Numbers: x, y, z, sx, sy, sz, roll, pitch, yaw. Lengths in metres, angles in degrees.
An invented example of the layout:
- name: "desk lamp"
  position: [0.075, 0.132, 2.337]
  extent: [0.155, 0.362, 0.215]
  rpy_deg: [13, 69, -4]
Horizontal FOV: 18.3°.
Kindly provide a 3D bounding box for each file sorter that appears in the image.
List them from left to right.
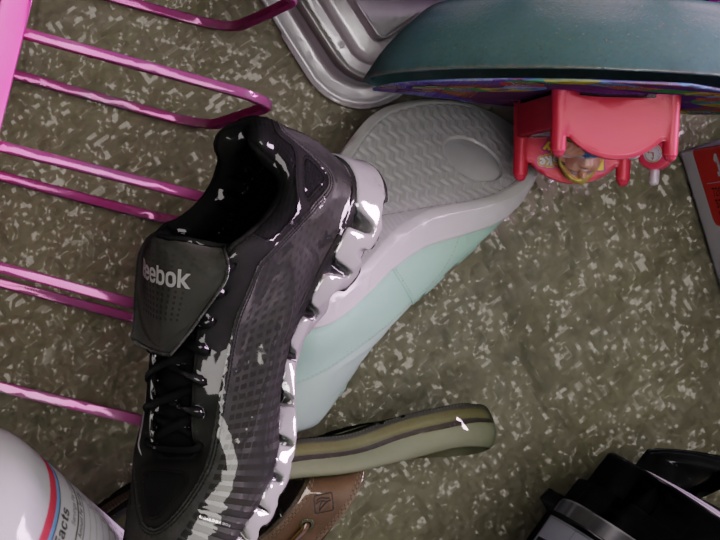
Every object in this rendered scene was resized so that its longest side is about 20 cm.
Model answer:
- name: "file sorter"
  position: [-0.116, -0.036, 0.954]
  extent: [0.125, 0.139, 0.201]
  rpy_deg: [14, 85, -16]

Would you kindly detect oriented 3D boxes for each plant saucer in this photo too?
- name: "plant saucer"
  position: [0.101, -0.096, 0.981]
  extent: [0.199, 0.200, 0.036]
  rpy_deg: [3, 90, -15]

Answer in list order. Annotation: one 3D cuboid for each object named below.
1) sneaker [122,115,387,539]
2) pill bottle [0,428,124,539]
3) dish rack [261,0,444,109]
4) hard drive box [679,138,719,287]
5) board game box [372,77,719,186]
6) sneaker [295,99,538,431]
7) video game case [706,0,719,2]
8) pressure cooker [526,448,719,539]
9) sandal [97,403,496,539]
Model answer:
- name: "sneaker"
  position: [-0.059, 0.027, 0.861]
  extent: [0.090, 0.066, 0.200]
  rpy_deg: [39, 66, -45]
- name: "pill bottle"
  position: [-0.143, 0.132, 0.886]
  extent: [0.109, 0.109, 0.200]
  rpy_deg: [-50, 124, -11]
- name: "dish rack"
  position: [0.012, -0.195, 1.042]
  extent: [0.171, 0.044, 0.200]
  rpy_deg: [-34, 97, -13]
- name: "hard drive box"
  position: [0.237, 0.024, 1.039]
  extent: [0.077, 0.156, 0.201]
  rpy_deg: [-17, 92, -14]
- name: "board game box"
  position: [0.106, -0.057, 0.976]
  extent: [0.200, 0.158, 0.039]
  rpy_deg: [0, 92, -51]
- name: "sneaker"
  position: [-0.001, 0.000, 1.027]
  extent: [0.074, 0.118, 0.200]
  rpy_deg: [40, 45, 16]
- name: "video game case"
  position: [0.151, -0.233, 1.024]
  extent: [0.182, 0.036, 0.200]
  rpy_deg: [56, 37, -8]
- name: "pressure cooker"
  position: [0.137, 0.178, 0.997]
  extent: [0.176, 0.179, 0.200]
  rpy_deg: [39, 84, 0]
- name: "sandal"
  position: [-0.029, 0.103, 1.003]
  extent: [0.200, 0.080, 0.058]
  rpy_deg: [-11, 89, -16]
